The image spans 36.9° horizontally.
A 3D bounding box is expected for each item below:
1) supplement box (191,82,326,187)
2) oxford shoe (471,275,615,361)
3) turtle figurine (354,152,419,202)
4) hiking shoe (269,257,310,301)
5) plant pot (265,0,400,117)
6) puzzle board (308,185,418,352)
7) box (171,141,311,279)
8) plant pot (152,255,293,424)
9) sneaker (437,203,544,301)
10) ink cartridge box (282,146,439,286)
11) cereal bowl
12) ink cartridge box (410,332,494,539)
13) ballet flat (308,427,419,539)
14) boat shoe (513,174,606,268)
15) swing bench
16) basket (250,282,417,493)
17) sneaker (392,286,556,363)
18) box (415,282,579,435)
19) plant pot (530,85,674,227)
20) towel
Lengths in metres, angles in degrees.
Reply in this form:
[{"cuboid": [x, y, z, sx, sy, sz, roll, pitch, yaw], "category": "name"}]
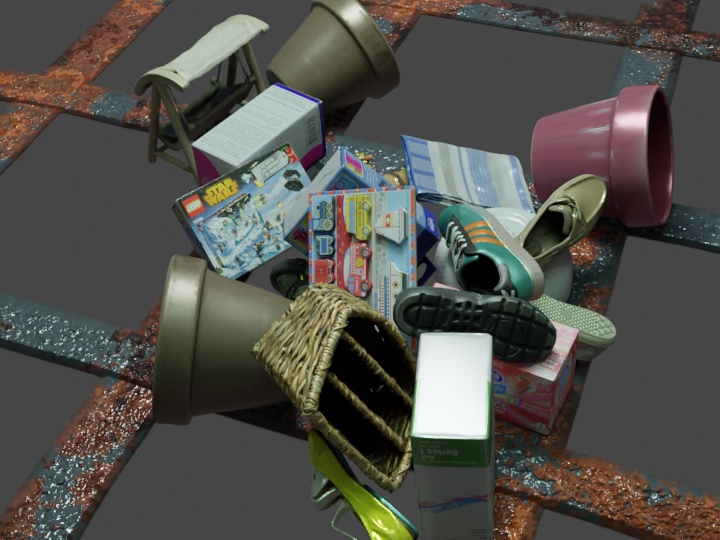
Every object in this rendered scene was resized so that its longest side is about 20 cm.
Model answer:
[{"cuboid": [-0.154, -0.189, 1.680, 0.102, 0.102, 0.200, 25, 49, 28], "category": "supplement box"}, {"cuboid": [0.228, 0.064, 1.386, 0.197, 0.058, 0.076, 22, 39, 3], "category": "oxford shoe"}, {"cuboid": [0.062, -0.125, 1.624, 0.159, 0.065, 0.200, -18, 36, -26], "category": "turtle figurine"}, {"cuboid": [-0.069, 0.057, 1.428, 0.100, 0.077, 0.199, -30, 50, -30], "category": "hiking shoe"}, {"cuboid": [-0.057, -0.336, 1.789, 0.174, 0.201, 0.200, -39, 51, -10], "category": "plant pot"}, {"cuboid": [0.000, 0.000, 1.339, 0.148, 0.204, 0.017, -2, -3, 28], "category": "puzzle board"}, {"cuboid": [-0.153, -0.080, 1.552, 0.198, 0.040, 0.138, -30, 90, -26], "category": "box"}, {"cuboid": [-0.154, 0.089, 1.313, 0.171, 0.202, 0.202, 5, 42, -6], "category": "plant pot"}, {"cuboid": [0.146, -0.022, 1.374, 0.079, 0.072, 0.200, -12, 36, -28], "category": "sneaker"}, {"cuboid": [0.012, -0.049, 1.448, 0.199, 0.137, 0.077, 34, 23, -20], "category": "ink cartridge box"}, {"cuboid": [0.198, -0.020, 1.487, 0.196, 0.084, 0.202, -1, 44, 1], "category": "cereal bowl"}, {"cuboid": [0.105, 0.191, 1.183, 0.082, 0.202, 0.146, 0, 42, 9], "category": "ink cartridge box"}, {"cuboid": [-0.017, 0.257, 1.224, 0.067, 0.067, 0.200, -39, 53, -12], "category": "ballet flat"}, {"cuboid": [0.265, -0.065, 1.422, 0.199, 0.065, 0.072, -39, 84, -25], "category": "boat shoe"}, {"cuboid": [-0.243, -0.279, 1.710, 0.129, 0.202, 0.199, 25, 50, 28], "category": "swing bench"}, {"cuboid": [0.002, 0.124, 1.213, 0.143, 0.200, 0.149, -45, 38, -5], "category": "basket"}, {"cuboid": [0.134, 0.052, 1.268, 0.197, 0.077, 0.079, 15, 11, -5], "category": "sneaker"}, {"cuboid": [0.161, 0.106, 1.340, 0.197, 0.104, 0.095, 18, 47, 23], "category": "box"}, {"cuboid": [0.349, -0.162, 1.565, 0.176, 0.202, 0.201, 1, 40, 28], "category": "plant pot"}, {"cuboid": [0.160, -0.139, 1.609, 0.197, 0.024, 0.148, 10, 43, -17], "category": "towel"}]
